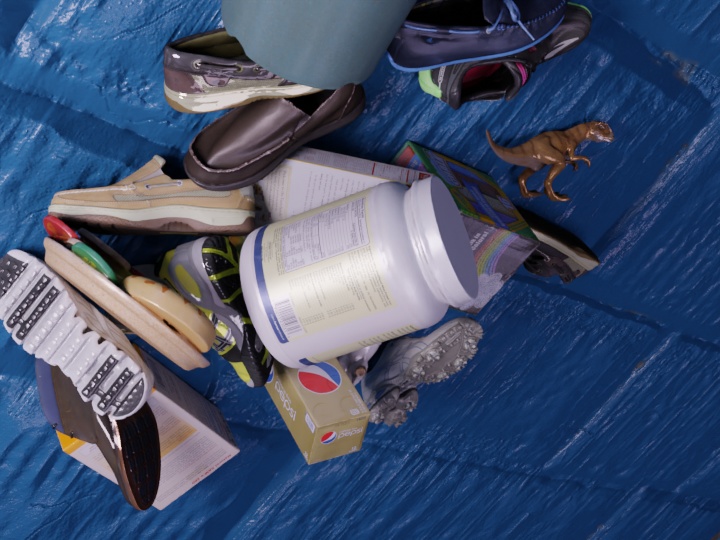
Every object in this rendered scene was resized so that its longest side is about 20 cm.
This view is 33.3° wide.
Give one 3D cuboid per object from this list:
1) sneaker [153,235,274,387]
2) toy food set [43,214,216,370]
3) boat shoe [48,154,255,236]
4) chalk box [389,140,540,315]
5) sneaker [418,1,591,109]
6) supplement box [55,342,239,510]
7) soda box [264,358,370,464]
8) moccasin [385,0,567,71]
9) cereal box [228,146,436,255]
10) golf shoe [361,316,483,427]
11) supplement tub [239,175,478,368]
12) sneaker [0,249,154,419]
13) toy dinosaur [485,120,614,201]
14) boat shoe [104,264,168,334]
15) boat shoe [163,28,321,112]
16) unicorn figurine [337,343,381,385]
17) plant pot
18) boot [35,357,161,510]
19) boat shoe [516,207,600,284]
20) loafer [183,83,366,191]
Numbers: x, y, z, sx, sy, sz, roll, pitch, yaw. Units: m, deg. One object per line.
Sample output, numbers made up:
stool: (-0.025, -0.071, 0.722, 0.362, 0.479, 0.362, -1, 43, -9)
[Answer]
sneaker: (-0.143, 0.042, 1.235, 0.076, 0.076, 0.201, -4, 131, 20)
toy food set: (-0.216, 0.023, 1.127, 0.049, 0.197, 0.200, -53, 174, -9)
boat shoe: (-0.201, -0.074, 1.173, 0.198, 0.077, 0.072, 1, 176, -18)
chalk box: (0.078, -0.050, 1.348, 0.199, 0.124, 0.125, 18, 121, -45)
sneaker: (0.159, -0.217, 1.258, 0.199, 0.084, 0.077, -26, 143, -11)
supplement box: (-0.248, 0.184, 1.400, 0.126, 0.074, 0.200, -36, 140, 4)
soda box: (-0.066, 0.117, 1.357, 0.067, 0.200, 0.064, -11, 137, -27)
moccasin: (0.120, -0.251, 1.195, 0.199, 0.081, 0.068, -23, 147, -15)
cereal box: (-0.032, -0.050, 1.240, 0.198, 0.040, 0.145, 12, 122, -1)
golf shoe: (0.066, 0.106, 1.521, 0.078, 0.098, 0.200, 22, 125, -42)
supplement tub: (0.000, 0.000, 1.157, 0.199, 0.146, 0.145, -19, 145, 17)
sneaker: (-0.280, 0.061, 1.183, 0.075, 0.200, 0.081, -43, 178, 10)
toy dinosaur: (0.208, -0.135, 1.419, 0.199, 0.060, 0.107, -15, 115, -31)
boat shoe: (-0.175, 0.030, 1.293, 0.200, 0.072, 0.061, -4, 134, -24)
boat shoe: (-0.084, -0.200, 1.102, 0.199, 0.072, 0.066, -17, 140, -14)
unicorn figurine: (0.016, 0.076, 1.450, 0.200, 0.074, 0.137, -43, 172, 2)
plant pot: (-0.020, -0.271, 1.000, 0.199, 0.201, 0.197, -4, 141, -33)
boot: (-0.278, 0.160, 1.281, 0.096, 0.202, 0.075, -8, -169, 26)
boat shoe: (0.235, -0.022, 1.531, 0.200, 0.072, 0.066, 19, 114, -51)
loafer: (-0.085, -0.150, 1.161, 0.199, 0.073, 0.072, -34, 156, -16)
